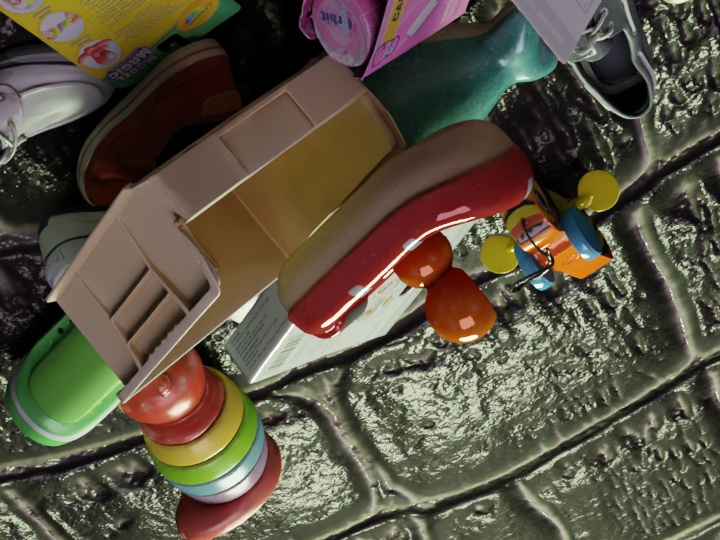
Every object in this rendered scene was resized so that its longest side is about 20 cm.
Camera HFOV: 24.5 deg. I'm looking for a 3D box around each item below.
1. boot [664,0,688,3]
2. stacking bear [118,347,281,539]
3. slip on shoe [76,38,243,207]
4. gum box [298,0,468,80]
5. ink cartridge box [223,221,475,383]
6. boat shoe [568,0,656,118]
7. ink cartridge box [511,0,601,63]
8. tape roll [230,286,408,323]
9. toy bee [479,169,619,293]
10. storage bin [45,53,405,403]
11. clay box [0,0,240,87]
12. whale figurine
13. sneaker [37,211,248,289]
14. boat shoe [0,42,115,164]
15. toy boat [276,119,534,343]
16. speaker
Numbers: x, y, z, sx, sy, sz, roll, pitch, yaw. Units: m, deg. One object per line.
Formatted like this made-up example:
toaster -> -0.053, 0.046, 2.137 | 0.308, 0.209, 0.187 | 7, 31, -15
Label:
boot -> 0.227, -0.280, 1.117 | 0.154, 0.073, 0.200 | 15, 132, -38
stacking bear -> -0.154, 0.134, 1.492 | 0.112, 0.122, 0.201 | -20, 138, 7
slip on shoe -> -0.146, -0.091, 1.191 | 0.074, 0.062, 0.200 | -21, 169, -41
gum box -> 0.035, -0.226, 1.068 | 0.113, 0.066, 0.201 | -37, 159, -36
ink cartridge box -> 0.000, 0.000, 1.365 | 0.173, 0.044, 0.200 | -19, 154, -46
boat shoe -> 0.178, -0.184, 1.236 | 0.072, 0.062, 0.200 | -25, 145, 11
ink cartridge box -> 0.103, -0.245, 0.976 | 0.047, 0.201, 0.160 | -2, 141, 50
tape roll -> -0.034, -0.020, 1.389 | 0.200, 0.037, 0.204 | -12, 145, -9
toy bee -> 0.157, -0.048, 1.400 | 0.130, 0.110, 0.200 | -28, 170, 1
storage bin -> -0.092, -0.034, 1.148 | 0.200, 0.094, 0.198 | -39, 177, -38
clay box -> -0.178, -0.201, 1.068 | 0.114, 0.048, 0.200 | -30, 146, 19
whale figurine -> 0.052, -0.123, 1.224 | 0.198, 0.105, 0.159 | -21, 145, 10
sneaker -> -0.154, -0.019, 1.281 | 0.198, 0.071, 0.073 | 4, 135, -36
boat shoe -> -0.263, -0.099, 1.152 | 0.198, 0.067, 0.074 | -15, 146, -4
toy boat -> 0.046, -0.008, 1.149 | 0.200, 0.131, 0.130 | -42, 178, 28
speaker -> -0.212, 0.063, 1.380 | 0.088, 0.089, 0.200 | 19, 131, -41
